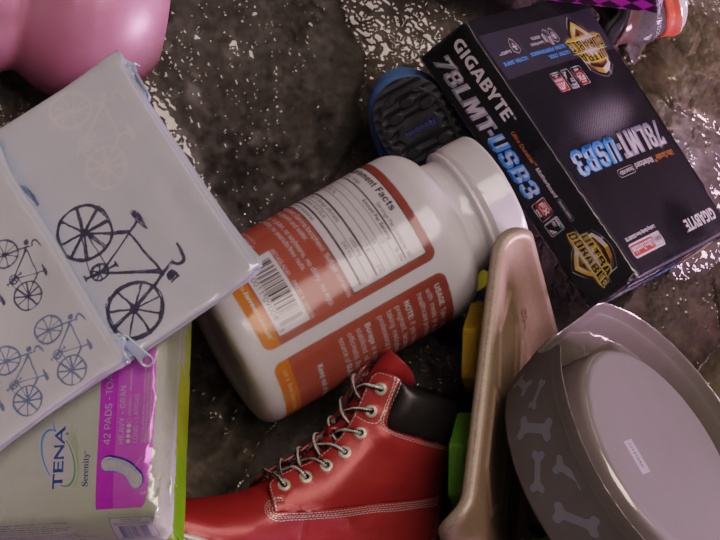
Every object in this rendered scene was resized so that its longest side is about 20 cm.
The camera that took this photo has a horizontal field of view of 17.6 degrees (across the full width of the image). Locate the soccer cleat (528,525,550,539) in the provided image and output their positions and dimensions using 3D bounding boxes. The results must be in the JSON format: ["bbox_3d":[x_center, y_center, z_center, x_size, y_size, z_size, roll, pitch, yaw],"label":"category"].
[{"bbox_3d":[0.153,0.175,1.460,0.200,0.080,0.068,-1,95,-61],"label":"soccer cleat"}]

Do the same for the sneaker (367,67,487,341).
[{"bbox_3d":[0.062,-0.041,1.536,0.065,0.078,0.201,-23,98,2],"label":"sneaker"}]

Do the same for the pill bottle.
[{"bbox_3d":[0.000,0.000,1.435,0.199,0.112,0.113,-29,82,-13],"label":"pill bottle"}]

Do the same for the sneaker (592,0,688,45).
[{"bbox_3d":[0.160,-0.250,1.660,0.081,0.077,0.201,-22,74,-16],"label":"sneaker"}]

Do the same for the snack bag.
[{"bbox_3d":[-0.176,-0.013,1.333,0.199,0.021,0.189,-33,62,-5],"label":"snack bag"}]

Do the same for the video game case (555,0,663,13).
[{"bbox_3d":[0.131,-0.272,1.613,0.198,0.036,0.183,8,65,18],"label":"video game case"}]

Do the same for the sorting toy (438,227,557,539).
[{"bbox_3d":[0.082,0.099,1.435,0.036,0.185,0.201,6,64,15],"label":"sorting toy"}]

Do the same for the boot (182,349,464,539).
[{"bbox_3d":[-0.034,0.113,1.389,0.198,0.072,0.146,6,101,-28],"label":"boot"}]

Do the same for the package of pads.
[{"bbox_3d":[-0.179,0.063,1.349,0.153,0.068,0.202,-4,66,11],"label":"package of pads"}]

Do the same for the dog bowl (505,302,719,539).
[{"bbox_3d":[0.164,0.119,1.377,0.200,0.059,0.201,36,33,-28],"label":"dog bowl"}]

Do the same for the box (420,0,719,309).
[{"bbox_3d":[0.149,-0.083,1.548,0.199,0.050,0.200,56,29,8],"label":"box"}]

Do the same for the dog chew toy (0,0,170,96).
[{"bbox_3d":[-0.220,-0.174,1.438,0.198,0.125,0.126,8,66,-12],"label":"dog chew toy"}]
